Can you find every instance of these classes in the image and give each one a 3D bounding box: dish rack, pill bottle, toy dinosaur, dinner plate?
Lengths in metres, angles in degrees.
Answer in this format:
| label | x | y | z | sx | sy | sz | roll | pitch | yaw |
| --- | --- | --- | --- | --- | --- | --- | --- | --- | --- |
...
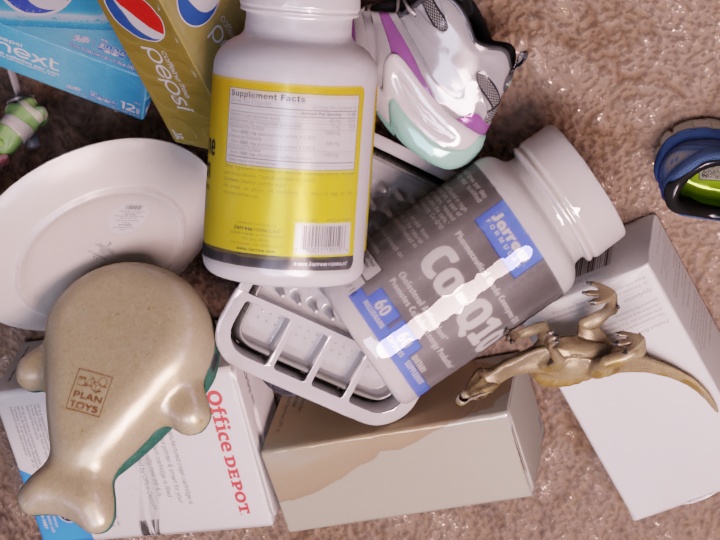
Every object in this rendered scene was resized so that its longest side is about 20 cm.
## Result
| label | x | y | z | sx | sy | sz | roll | pitch | yaw |
| --- | --- | --- | --- | --- | --- | --- | --- | --- | --- |
| dish rack | 0.000 | 0.000 | 1.705 | 0.171 | 0.044 | 0.201 | 25 | 105 | -23 |
| pill bottle | 0.079 | -0.007 | 1.638 | 0.199 | 0.114 | 0.114 | -35 | 110 | 0 |
| toy dinosaur | 0.165 | 0.058 | 1.645 | 0.198 | 0.059 | 0.101 | 0 | 148 | -11 |
| pill bottle | -0.046 | -0.095 | 1.560 | 0.111 | 0.112 | 0.202 | 5 | 98 | 9 |
| dinner plate | -0.193 | -0.018 | 1.717 | 0.199 | 0.024 | 0.201 | -21 | 144 | -16 |

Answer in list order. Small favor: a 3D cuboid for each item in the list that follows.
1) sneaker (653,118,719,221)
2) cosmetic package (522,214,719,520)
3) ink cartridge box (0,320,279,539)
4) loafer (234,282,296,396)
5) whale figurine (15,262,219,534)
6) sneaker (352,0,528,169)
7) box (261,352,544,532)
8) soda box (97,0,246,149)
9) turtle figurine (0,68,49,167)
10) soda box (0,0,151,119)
| label | x | y | z | sx | sy | sz | roll | pitch | yaw |
| --- | --- | --- | --- | --- | --- | --- | --- | --- | --- |
| sneaker | 0.302 | -0.058 | 1.624 | 0.198 | 0.089 | 0.079 | -2 | 120 | 13 |
| cosmetic package | 0.211 | 0.074 | 1.725 | 0.112 | 0.081 | 0.201 | -20 | 115 | 22 |
| ink cartridge box | -0.167 | 0.126 | 1.830 | 0.198 | 0.084 | 0.147 | -6 | 117 | 14 |
| loafer | -0.061 | -0.006 | 1.757 | 0.072 | 0.063 | 0.202 | 11 | 122 | 41 |
| whale figurine | -0.176 | 0.097 | 1.696 | 0.158 | 0.201 | 0.104 | 12 | 161 | 19 |
| sneaker | 0.026 | -0.179 | 1.630 | 0.199 | 0.078 | 0.140 | 33 | 104 | 3 |
| box | 0.035 | 0.132 | 1.788 | 0.198 | 0.095 | 0.078 | -11 | 116 | 16 |
| soda box | -0.123 | -0.171 | 1.587 | 0.067 | 0.064 | 0.201 | 15 | 148 | 35 |
| turtle figurine | -0.285 | -0.081 | 1.744 | 0.143 | 0.200 | 0.194 | -32 | 132 | 3 |
| soda box | -0.234 | -0.182 | 1.666 | 0.199 | 0.065 | 0.068 | 20 | 156 | -1 |
